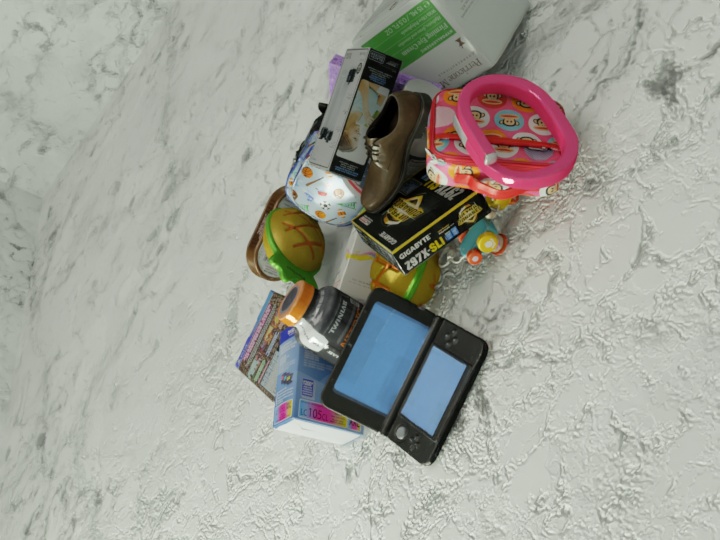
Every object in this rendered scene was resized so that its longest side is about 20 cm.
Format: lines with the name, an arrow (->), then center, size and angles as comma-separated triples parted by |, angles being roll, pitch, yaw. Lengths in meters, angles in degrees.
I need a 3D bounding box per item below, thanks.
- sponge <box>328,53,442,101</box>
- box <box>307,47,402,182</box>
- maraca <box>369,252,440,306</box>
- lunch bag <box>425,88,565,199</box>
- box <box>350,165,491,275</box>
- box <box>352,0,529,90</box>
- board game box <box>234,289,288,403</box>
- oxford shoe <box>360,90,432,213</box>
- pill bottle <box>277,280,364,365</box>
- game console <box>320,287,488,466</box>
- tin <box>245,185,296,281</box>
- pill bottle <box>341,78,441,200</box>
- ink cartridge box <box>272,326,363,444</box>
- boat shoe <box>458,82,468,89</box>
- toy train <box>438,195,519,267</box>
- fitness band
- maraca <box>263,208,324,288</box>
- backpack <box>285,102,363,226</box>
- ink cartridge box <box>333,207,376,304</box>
sponge -> 0.040, -0.288, 1.588 | 0.030, 0.199, 0.112 | -57, -22, -36
box -> -0.011, -0.246, 1.488 | 0.117, 0.060, 0.201 | 28, 99, 68
maraca -> 0.075, -0.015, 1.493 | 0.137, 0.107, 0.201 | -36, 33, 56
lunch bag -> 0.191, -0.173, 1.336 | 0.082, 0.199, 0.177 | 92, -176, -51
box -> 0.087, -0.082, 1.420 | 0.159, 0.049, 0.200 | -34, 23, -5
box -> 0.134, -0.411, 1.568 | 0.199, 0.171, 0.200 | -24, 27, 48
board game box -> -0.120, 0.146, 1.686 | 0.200, 0.097, 0.160 | 28, 92, 60
oxford shoe -> 0.032, -0.180, 1.418 | 0.073, 0.084, 0.201 | 42, 121, 44
pill bottle -> -0.030, 0.095, 1.467 | 0.106, 0.200, 0.106 | -49, 20, 25
game console -> 0.062, 0.153, 1.374 | 0.176, 0.116, 0.201 | 29, 94, 56
tin -> -0.153, -0.074, 1.883 | 0.042, 0.112, 0.201 | 24, 90, 50
pill bottle -> 0.061, -0.208, 1.527 | 0.200, 0.119, 0.120 | -53, 31, 40
ink cartridge box -> -0.063, 0.167, 1.529 | 0.076, 0.136, 0.201 | -33, 46, 48
boat shoe -> 0.180, -0.263, 1.542 | 0.065, 0.074, 0.202 | -52, 24, 18
toy train -> 0.188, -0.093, 1.430 | 0.150, 0.055, 0.201 | -8, 63, 65
fitness band -> 0.210, -0.192, 1.276 | 0.037, 0.143, 0.200 | 93, 158, -52
maraca -> -0.124, -0.039, 1.767 | 0.107, 0.137, 0.200 | -41, 33, 29
backpack -> -0.042, -0.168, 1.709 | 0.154, 0.200, 0.191 | -59, 5, -39
ink cartridge box -> 0.000, 0.000, 1.597 | 0.117, 0.067, 0.201 | 134, 154, -76
